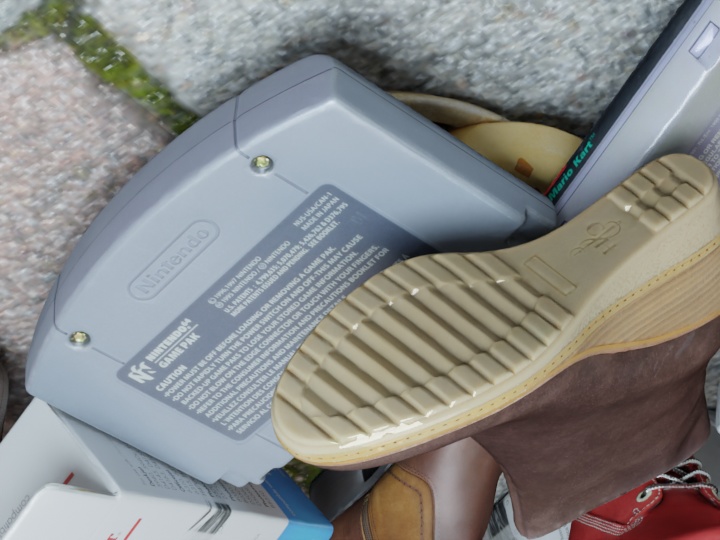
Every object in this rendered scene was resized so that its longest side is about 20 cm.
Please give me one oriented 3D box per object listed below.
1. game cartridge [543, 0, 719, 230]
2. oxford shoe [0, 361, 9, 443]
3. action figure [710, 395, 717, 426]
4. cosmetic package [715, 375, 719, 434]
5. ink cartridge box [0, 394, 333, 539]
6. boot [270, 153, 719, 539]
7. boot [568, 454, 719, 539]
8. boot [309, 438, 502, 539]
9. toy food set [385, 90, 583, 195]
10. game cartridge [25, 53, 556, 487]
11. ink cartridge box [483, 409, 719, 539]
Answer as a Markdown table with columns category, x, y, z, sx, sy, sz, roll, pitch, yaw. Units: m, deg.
| category | x | y | z | sx | sy | sz | roll | pitch | yaw |
| --- | --- | --- | --- | --- | --- | --- | --- | --- | --- |
| game cartridge | 0.142 | -0.045 | 0.791 | 0.129 | 0.038 | 0.201 | 13 | 122 | -42 |
| oxford shoe | -0.194 | 0.039 | 0.830 | 0.073 | 0.071 | 0.201 | -42 | 142 | -36 |
| action figure | 0.271 | 0.055 | 0.986 | 0.198 | 0.070 | 0.131 | -10 | 147 | 0 |
| cosmetic package | 0.262 | 0.051 | 0.834 | 0.198 | 0.075 | 0.102 | 18 | 154 | -6 |
| ink cartridge box | -0.115 | 0.123 | 0.848 | 0.116 | 0.067 | 0.199 | -51 | 147 | 12 |
| boot | 0.062 | 0.058 | 0.747 | 0.199 | 0.072 | 0.167 | -28 | 141 | -18 |
| boot | 0.134 | 0.088 | 0.877 | 0.072 | 0.146 | 0.200 | 8 | 168 | -10 |
| boot | 0.050 | 0.151 | 0.929 | 0.188 | 0.201 | 0.068 | -36 | 137 | 27 |
| toy food set | 0.000 | 0.000 | 0.844 | 0.198 | 0.049 | 0.199 | 3 | 140 | -21 |
| game cartridge | -0.037 | 0.004 | 0.771 | 0.133 | 0.042 | 0.200 | 33 | 125 | -25 |
| ink cartridge box | 0.125 | 0.182 | 1.039 | 0.084 | 0.146 | 0.200 | 13 | 136 | -34 |
